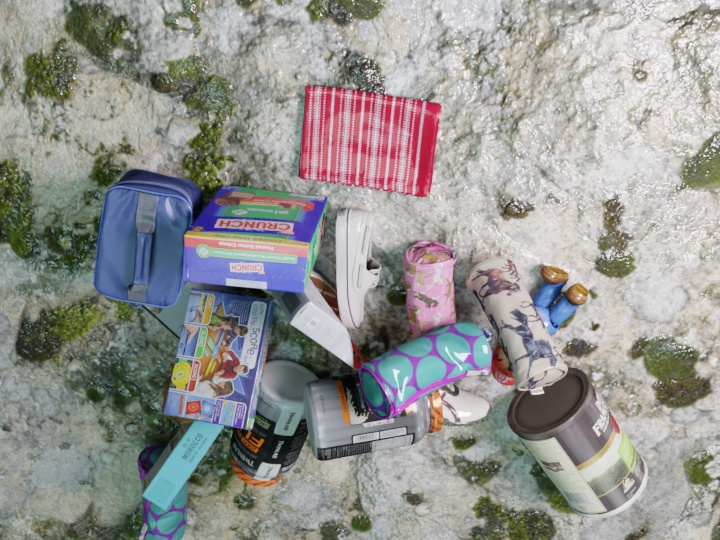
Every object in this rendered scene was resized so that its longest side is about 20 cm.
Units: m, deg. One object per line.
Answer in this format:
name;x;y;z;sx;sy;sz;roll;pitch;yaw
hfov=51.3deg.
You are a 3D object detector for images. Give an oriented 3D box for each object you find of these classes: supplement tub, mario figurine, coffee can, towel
supplement tub;-0.148;0.262;1.270;0.122;0.123;0.200;20;116;-4
mario figurine;0.260;0.096;1.149;0.106;0.124;0.200;20;113;-18
coffee can;0.351;0.278;1.212;0.146;0.146;0.200;-31;110;19
supplement tub;0.018;0.216;1.150;0.199;0.123;0.123;-8;117;-11
towel;0.012;-0.185;1.086;0.199;0.022;0.145;8;116;2

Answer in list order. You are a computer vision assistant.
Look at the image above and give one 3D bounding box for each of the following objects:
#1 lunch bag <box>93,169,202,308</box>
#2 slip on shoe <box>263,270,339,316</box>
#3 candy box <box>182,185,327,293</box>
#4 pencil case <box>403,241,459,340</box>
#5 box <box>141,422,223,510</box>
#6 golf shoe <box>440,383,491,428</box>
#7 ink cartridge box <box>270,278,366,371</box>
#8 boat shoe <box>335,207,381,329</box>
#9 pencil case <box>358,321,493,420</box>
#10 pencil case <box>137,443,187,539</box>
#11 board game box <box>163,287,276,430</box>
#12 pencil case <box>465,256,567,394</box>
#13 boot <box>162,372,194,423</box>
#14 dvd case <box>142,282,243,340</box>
lunch bag;-0.317;-0.039;1.111;0.136;0.132;0.200;9;107;-6
slip on shoe;-0.115;0.018;1.183;0.200;0.061;0.076;28;101;-28
candy box;-0.144;-0.049;1.070;0.169;0.200;0.077;6;117;3
pencil case;0.114;0.057;1.161;0.086;0.083;0.200;-7;115;-2
box;-0.292;0.298;1.273;0.049;0.082;0.200;37;80;-13
golf shoe;0.125;0.200;1.239;0.199;0.077;0.088;12;110;-1
ink cartridge box;-0.045;0.073;1.106;0.200;0.160;0.047;38;96;-34
boat shoe;0.000;0.000;1.156;0.066;0.072;0.200;2;109;8
pencil case;0.097;0.141;1.072;0.200;0.092;0.085;-20;140;-27
pencil case;-0.367;0.418;1.380;0.085;0.092;0.200;26;122;35
board game box;-0.215;0.135;1.160;0.135;0.034;0.200;9;78;9
pencil case;0.227;0.081;1.097;0.078;0.200;0.089;-20;157;-6
boot;-0.263;0.157;1.251;0.071;0.202;0.144;36;157;-33
dvd case;-0.306;0.022;1.224;0.143;0.018;0.200;-39;107;21
